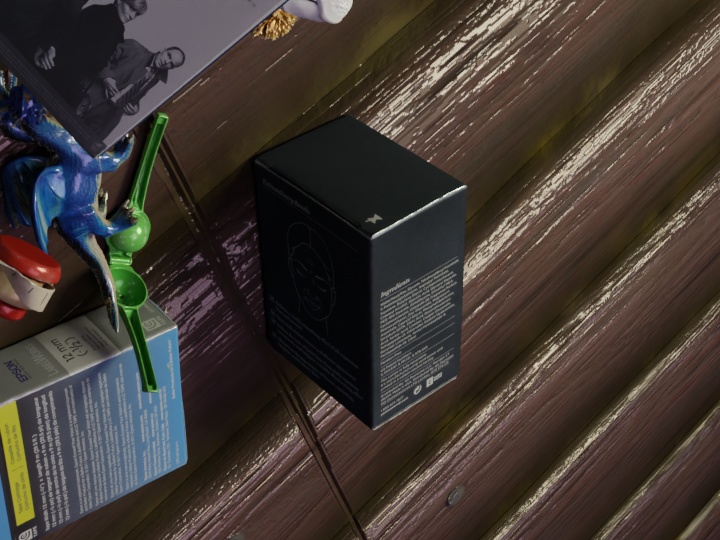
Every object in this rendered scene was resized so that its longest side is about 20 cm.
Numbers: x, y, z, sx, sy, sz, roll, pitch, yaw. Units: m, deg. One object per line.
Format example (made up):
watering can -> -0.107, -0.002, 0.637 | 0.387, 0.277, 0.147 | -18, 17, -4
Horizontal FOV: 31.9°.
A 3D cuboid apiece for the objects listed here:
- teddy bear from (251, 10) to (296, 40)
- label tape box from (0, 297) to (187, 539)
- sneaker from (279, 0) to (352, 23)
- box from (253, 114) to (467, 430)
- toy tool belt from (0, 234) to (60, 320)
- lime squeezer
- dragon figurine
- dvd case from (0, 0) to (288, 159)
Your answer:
teddy bear -> -0.066, -0.250, 0.860 | 0.144, 0.066, 0.202 | -35, 138, -28
label tape box -> -0.232, 0.121, 0.958 | 0.198, 0.066, 0.145 | -23, 132, -31
sneaker -> -0.109, -0.184, 0.795 | 0.198, 0.076, 0.115 | 25, 125, -13
box -> 0.000, 0.000, 1.050 | 0.106, 0.148, 0.202 | -28, 136, -30
toy tool belt -> -0.289, 0.009, 0.731 | 0.198, 0.125, 0.124 | 27, 96, -25
lime squeezer -> -0.169, -0.012, 0.929 | 0.037, 0.070, 0.204 | 5, 83, -21
dragon figurine -> -0.208, -0.049, 0.859 | 0.098, 0.059, 0.203 | -16, 124, -37
dvd case -> -0.137, -0.179, 0.739 | 0.199, 0.025, 0.151 | -35, 111, 20
